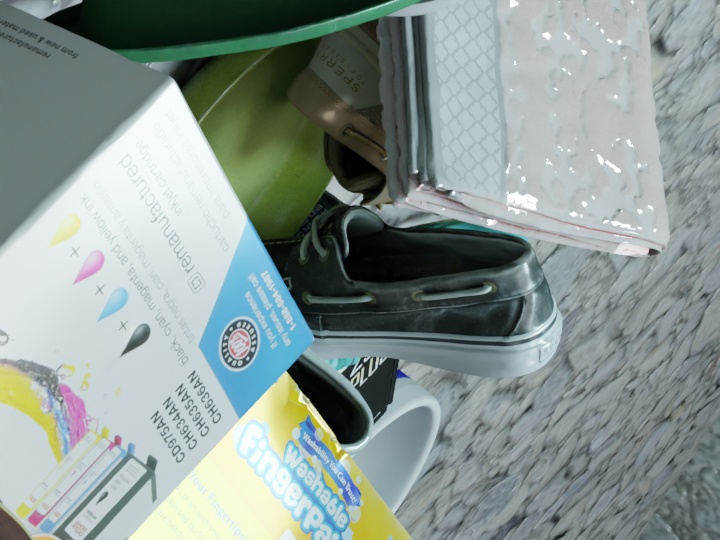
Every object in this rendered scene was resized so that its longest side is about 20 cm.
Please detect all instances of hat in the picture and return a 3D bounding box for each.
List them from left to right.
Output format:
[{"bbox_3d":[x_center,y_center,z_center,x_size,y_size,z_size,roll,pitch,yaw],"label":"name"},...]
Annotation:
[{"bbox_3d":[-0.057,-0.179,0.871,0.165,0.177,0.200,-14,-164,-9],"label":"hat"}]

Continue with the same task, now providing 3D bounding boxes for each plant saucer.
[{"bbox_3d":[-0.067,-0.049,1.180,0.200,0.031,0.200,-46,161,-21],"label":"plant saucer"}]

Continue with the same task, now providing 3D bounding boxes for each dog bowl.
[{"bbox_3d":[-0.039,0.140,1.533,0.200,0.079,0.200,-46,161,-20],"label":"dog bowl"}]

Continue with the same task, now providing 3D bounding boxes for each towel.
[{"bbox_3d":[0.079,-0.115,1.131,0.032,0.201,0.191,-15,164,41],"label":"towel"}]

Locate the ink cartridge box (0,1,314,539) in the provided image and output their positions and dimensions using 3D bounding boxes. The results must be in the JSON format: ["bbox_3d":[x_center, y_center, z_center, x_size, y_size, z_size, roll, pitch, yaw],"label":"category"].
[{"bbox_3d":[-0.150,0.026,0.849,0.200,0.144,0.147,-47,137,-20],"label":"ink cartridge box"}]

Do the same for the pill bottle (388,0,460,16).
[{"bbox_3d":[0.012,-0.198,0.962,0.113,0.112,0.200,-48,162,-16],"label":"pill bottle"}]

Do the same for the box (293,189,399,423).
[{"bbox_3d":[-0.068,0.074,1.318,0.200,0.086,0.164,-44,159,-28],"label":"box"}]

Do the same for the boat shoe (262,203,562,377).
[{"bbox_3d":[0.000,0.000,1.126,0.072,0.199,0.071,-59,146,-51],"label":"boat shoe"}]

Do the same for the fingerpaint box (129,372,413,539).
[{"bbox_3d":[-0.082,0.119,0.987,0.167,0.073,0.200,-55,129,-26],"label":"fingerpaint box"}]

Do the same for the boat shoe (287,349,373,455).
[{"bbox_3d":[-0.077,0.033,1.072,0.071,0.200,0.070,-21,-135,49],"label":"boat shoe"}]

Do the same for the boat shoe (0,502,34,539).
[{"bbox_3d":[-0.109,0.141,0.784,0.072,0.072,0.200,-42,135,-22],"label":"boat shoe"}]

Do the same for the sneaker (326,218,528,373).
[{"bbox_3d":[-0.001,0.013,1.217,0.199,0.078,0.080,-23,180,-28],"label":"sneaker"}]

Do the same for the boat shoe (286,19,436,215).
[{"bbox_3d":[0.009,-0.068,1.188,0.065,0.071,0.200,-46,154,-3],"label":"boat shoe"}]
